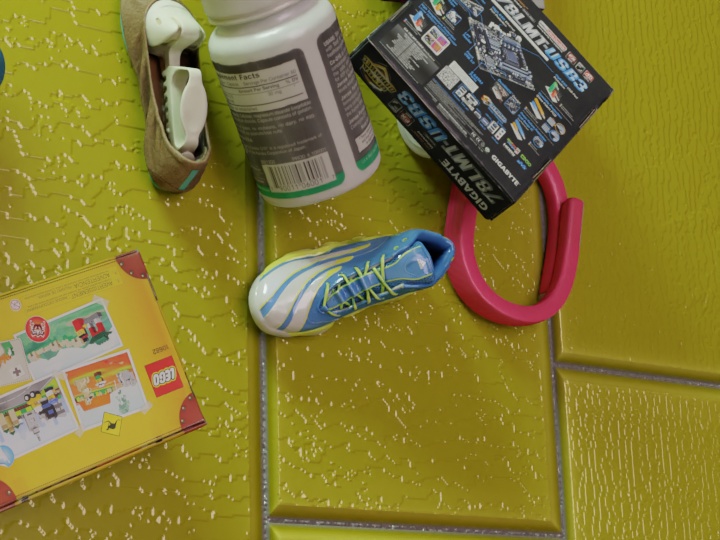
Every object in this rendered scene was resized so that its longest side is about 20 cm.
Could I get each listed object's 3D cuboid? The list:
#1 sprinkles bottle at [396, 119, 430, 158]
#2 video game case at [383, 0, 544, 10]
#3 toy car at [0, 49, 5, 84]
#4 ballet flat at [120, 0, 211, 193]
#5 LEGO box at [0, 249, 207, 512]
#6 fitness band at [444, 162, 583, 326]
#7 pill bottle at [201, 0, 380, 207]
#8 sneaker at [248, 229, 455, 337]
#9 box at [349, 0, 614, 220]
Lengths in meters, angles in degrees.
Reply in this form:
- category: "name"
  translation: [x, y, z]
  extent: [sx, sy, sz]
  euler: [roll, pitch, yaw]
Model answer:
- category: "sprinkles bottle"
  translation: [0.125, -0.171, 1.584]
  extent: [0.200, 0.068, 0.068]
  euler: [-27, 92, -38]
- category: "video game case"
  translation: [0.090, -0.347, 1.613]
  extent: [0.199, 0.036, 0.182]
  euler: [0, 77, -39]
- category: "toy car"
  translation: [-0.384, -0.176, 1.190]
  extent: [0.199, 0.184, 0.178]
  euler: [-4, 106, 4]
- category: "ballet flat"
  translation: [-0.157, -0.166, 1.375]
  extent: [0.068, 0.072, 0.201]
  euler: [2, 75, -34]
- category: "LEGO box"
  translation: [-0.237, 0.087, 1.236]
  extent: [0.200, 0.077, 0.149]
  euler: [-20, 88, -38]
- category: "fitness band"
  translation: [0.148, -0.042, 1.585]
  extent: [0.143, 0.037, 0.201]
  euler: [22, 63, -26]
- category: "pill bottle"
  translation: [-0.062, -0.165, 1.381]
  extent: [0.113, 0.113, 0.201]
  euler: [-38, 121, -37]
- category: "sneaker"
  translation: [0.000, 0.000, 1.417]
  extent: [0.200, 0.105, 0.076]
  euler: [-21, 88, -39]
- category: "box"
  translation: [0.114, -0.179, 1.506]
  extent: [0.200, 0.050, 0.199]
  euler: [47, 51, -5]
